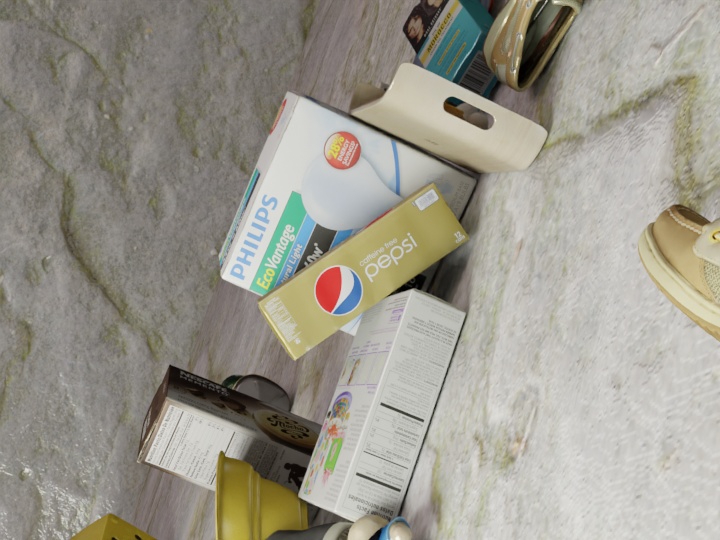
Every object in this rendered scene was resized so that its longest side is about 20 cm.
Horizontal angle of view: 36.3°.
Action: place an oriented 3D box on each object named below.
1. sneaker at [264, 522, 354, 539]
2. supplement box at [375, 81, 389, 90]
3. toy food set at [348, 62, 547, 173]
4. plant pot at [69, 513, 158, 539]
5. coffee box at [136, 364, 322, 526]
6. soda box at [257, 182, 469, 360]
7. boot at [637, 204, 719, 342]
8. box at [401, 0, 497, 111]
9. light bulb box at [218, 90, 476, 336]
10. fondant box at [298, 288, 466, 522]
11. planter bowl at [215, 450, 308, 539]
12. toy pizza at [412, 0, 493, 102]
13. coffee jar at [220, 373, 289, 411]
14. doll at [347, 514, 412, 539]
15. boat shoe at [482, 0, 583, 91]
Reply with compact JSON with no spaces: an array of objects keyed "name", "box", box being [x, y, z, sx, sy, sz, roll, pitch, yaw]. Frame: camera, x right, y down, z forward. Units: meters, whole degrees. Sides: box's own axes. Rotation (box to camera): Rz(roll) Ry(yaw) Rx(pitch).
[{"name":"sneaker","box":[-0.063,0.305,0.907,0.106,0.075,0.201,-16,38,45]},{"name":"supplement box","box":[0.006,-0.133,1.463,0.202,0.073,0.126,-70,13,-14]},{"name":"toy food set","box":[0.076,-0.147,1.018,0.061,0.142,0.200,-67,12,-1]},{"name":"plant pot","box":[-0.443,0.557,1.940,0.177,0.199,0.200,-51,16,15]},{"name":"coffee box","box":[-0.133,0.188,1.191,0.081,0.198,0.113,-64,12,9]},{"name":"soda box","box":[0.000,0.000,1.032,0.199,0.064,0.068,-34,4,-5]},{"name":"boot","box":[0.198,-0.033,0.449,0.200,0.072,0.157,-111,44,-70]},{"name":"box","box":[0.105,-0.256,1.215,0.083,0.049,0.201,-58,26,23]},{"name":"light bulb box","box":[-0.019,-0.053,1.129,0.125,0.198,0.200,-126,60,-76]},{"name":"fondant box","box":[0.016,0.125,0.995,0.202,0.058,0.144,-69,12,-12]},{"name":"planter bowl","box":[-0.088,0.270,1.047,0.200,0.082,0.203,175,90,-87]},{"name":"toy pizza","box":[0.112,-0.267,1.337,0.201,0.031,0.201,-56,21,34]},{"name":"coffee jar","box":[-0.160,0.201,1.558,0.105,0.085,0.200,-66,11,-11]},{"name":"doll","box":[0.008,0.252,0.817,0.137,0.048,0.200,-62,14,21]},{"name":"boat shoe","box":[0.179,-0.253,0.980,0.076,0.071,0.202,-113,38,-54]}]
